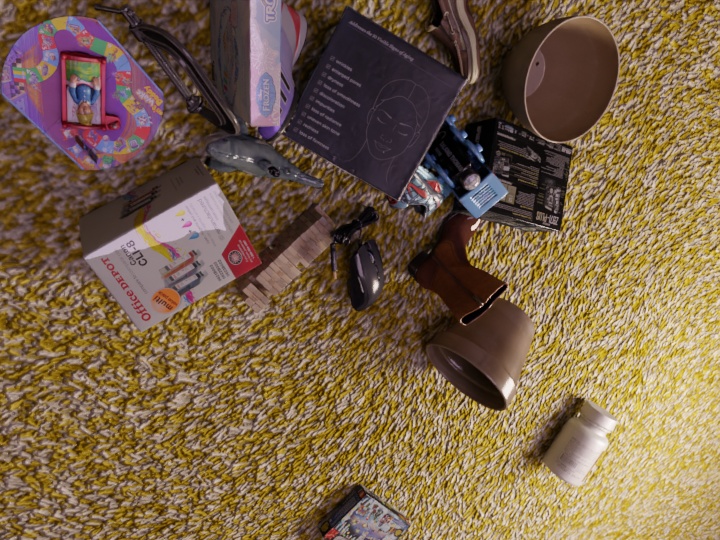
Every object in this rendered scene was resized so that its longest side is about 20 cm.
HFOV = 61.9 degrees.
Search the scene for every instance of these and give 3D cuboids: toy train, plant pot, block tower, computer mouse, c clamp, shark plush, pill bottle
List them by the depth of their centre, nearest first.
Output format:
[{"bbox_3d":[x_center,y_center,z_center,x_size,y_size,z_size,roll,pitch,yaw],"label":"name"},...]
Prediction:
[{"bbox_3d":[-0.240,-0.263,0.791,0.027,0.170,0.200,-51,139,-15],"label":"c clamp"},{"bbox_3d":[-0.150,-0.154,0.913,0.200,0.083,0.091,32,96,-35],"label":"shark plush"},{"bbox_3d":[0.159,-0.180,0.993,0.087,0.200,0.114,-39,130,13],"label":"toy train"},{"bbox_3d":[-0.124,-0.022,1.009,0.200,0.058,0.054,-45,126,-3],"label":"block tower"},{"bbox_3d":[0.323,-0.335,1.039,0.199,0.134,0.202,-11,118,-22],"label":"plant pot"},{"bbox_3d":[0.000,0.000,1.050,0.140,0.046,0.201,-34,133,-49],"label":"computer mouse"},{"bbox_3d":[0.261,0.155,1.231,0.174,0.199,0.200,-49,127,-19],"label":"plant pot"},{"bbox_3d":[0.574,0.446,1.562,0.114,0.114,0.201,23,101,-34],"label":"pill bottle"}]

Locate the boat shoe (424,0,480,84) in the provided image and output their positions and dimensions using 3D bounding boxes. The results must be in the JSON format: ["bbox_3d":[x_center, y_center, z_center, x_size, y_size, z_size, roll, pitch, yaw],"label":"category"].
[{"bbox_3d":[0.138,-0.395,0.962,0.074,0.075,0.203,-18,115,-3],"label":"boat shoe"}]

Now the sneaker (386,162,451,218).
[{"bbox_3d":[0.074,-0.151,1.035,0.199,0.079,0.096,27,101,-34],"label":"sneaker"}]

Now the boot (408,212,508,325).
[{"bbox_3d":[0.196,-0.018,1.087,0.188,0.200,0.069,-41,125,-4],"label":"boot"}]

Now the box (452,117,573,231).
[{"bbox_3d":[0.280,-0.168,1.098,0.199,0.086,0.165,9,88,-31],"label":"box"}]

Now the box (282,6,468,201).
[{"bbox_3d":[0.018,-0.241,0.892,0.199,0.124,0.197,29,101,-7],"label":"box"}]

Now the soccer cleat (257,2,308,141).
[{"bbox_3d":[-0.125,-0.279,0.834,0.073,0.068,0.201,21,73,-46],"label":"soccer cleat"}]

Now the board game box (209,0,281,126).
[{"bbox_3d":[-0.151,-0.306,0.769,0.043,0.199,0.201,-7,117,-24],"label":"board game box"}]

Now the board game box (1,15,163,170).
[{"bbox_3d":[-0.359,-0.229,0.795,0.158,0.039,0.200,-42,126,-3],"label":"board game box"}]

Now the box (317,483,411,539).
[{"bbox_3d":[0.012,0.590,1.387,0.137,0.040,0.200,-44,126,-1],"label":"box"}]

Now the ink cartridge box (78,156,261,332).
[{"bbox_3d":[-0.276,-0.041,0.867,0.199,0.145,0.146,-31,124,-10],"label":"ink cartridge box"}]
